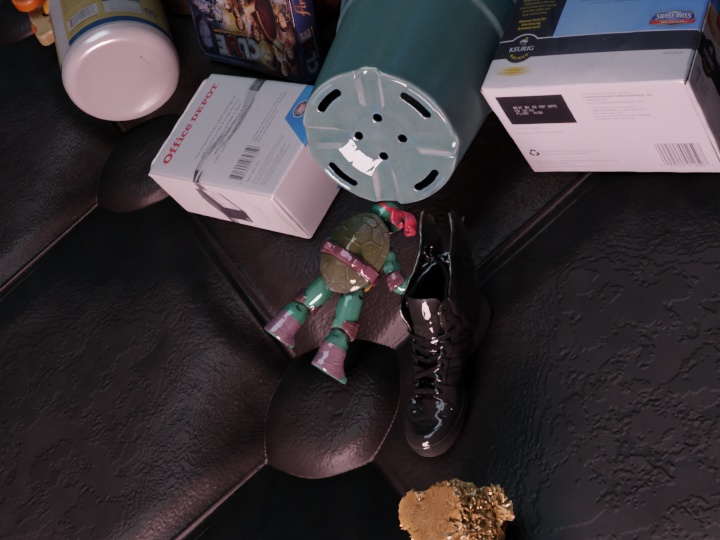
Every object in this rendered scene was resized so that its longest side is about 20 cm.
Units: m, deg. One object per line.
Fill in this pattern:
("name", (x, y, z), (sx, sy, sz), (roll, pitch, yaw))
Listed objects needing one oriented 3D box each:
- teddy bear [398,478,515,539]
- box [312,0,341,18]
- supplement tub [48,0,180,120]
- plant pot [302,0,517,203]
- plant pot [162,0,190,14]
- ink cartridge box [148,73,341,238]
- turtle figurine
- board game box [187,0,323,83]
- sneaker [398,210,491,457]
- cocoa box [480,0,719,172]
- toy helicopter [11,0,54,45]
("teddy bear", (0.081, 0.268, 1.037), (0.145, 0.067, 0.200), (-35, 51, 20))
("box", (-0.058, -0.401, 1.527), (0.095, 0.200, 0.100), (-13, 51, 14))
("supplement tub", (-0.314, -0.302, 1.662), (0.145, 0.145, 0.200), (-30, 49, 11))
("plant pot", (0.045, -0.178, 1.259), (0.200, 0.200, 0.196), (-8, 37, 30))
("plant pot", (-0.225, -0.463, 1.712), (0.200, 0.175, 0.200), (-17, 50, 21))
("ink cartridge box", (-0.111, -0.129, 1.443), (0.200, 0.084, 0.145), (13, 66, 40))
("turtle figurine", (0.000, 0.000, 1.267), (0.150, 0.101, 0.200), (32, 84, 44))
("board game box", (-0.130, -0.304, 1.555), (0.035, 0.136, 0.200), (-34, 37, -33))
("sneaker", (0.064, 0.055, 1.170), (0.060, 0.104, 0.200), (1, 58, 34))
("cocoa box", (0.239, -0.180, 1.209), (0.200, 0.133, 0.131), (3, 59, 36))
("toy helicopter", (-0.384, -0.347, 1.819), (0.132, 0.079, 0.200), (-35, 55, -5))
